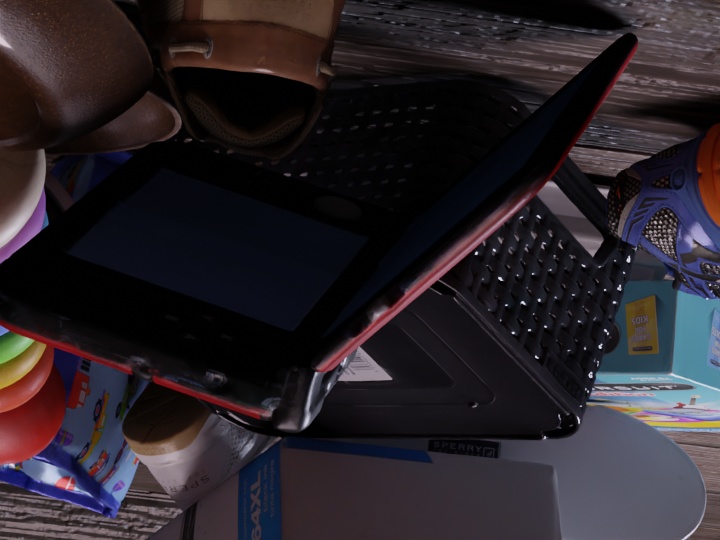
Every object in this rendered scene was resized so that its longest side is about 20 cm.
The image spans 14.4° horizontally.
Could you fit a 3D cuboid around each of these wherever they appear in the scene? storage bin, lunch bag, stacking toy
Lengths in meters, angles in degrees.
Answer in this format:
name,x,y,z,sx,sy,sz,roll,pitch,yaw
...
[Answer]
name,x,y,z,sx,sy,sz,roll,pitch,yaw
storage bin,0.000,0.000,1.215,0.200,0.094,0.135,-1,146,40
lunch bag,-0.135,0.029,1.384,0.094,0.151,0.200,17,168,-4
stacking toy,-0.159,0.013,1.158,0.085,0.085,0.200,5,146,5

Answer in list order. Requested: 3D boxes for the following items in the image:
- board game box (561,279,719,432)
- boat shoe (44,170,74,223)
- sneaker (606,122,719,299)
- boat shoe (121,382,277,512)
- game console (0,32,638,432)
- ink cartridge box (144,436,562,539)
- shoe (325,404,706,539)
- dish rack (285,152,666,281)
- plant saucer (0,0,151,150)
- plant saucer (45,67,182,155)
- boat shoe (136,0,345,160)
name,x,y,z,sx,sy,sz,roll,pitch,yaw
board game box,0.134,0.045,1.415,0.151,0.047,0.200,-1,169,34
boat shoe,-0.193,-0.024,1.258,0.060,0.074,0.200,-8,-155,-40
sneaker,0.171,-0.015,1.217,0.078,0.075,0.200,-7,156,31
boat shoe,-0.050,0.052,1.434,0.071,0.069,0.200,-5,-149,36
game console,-0.013,-0.036,0.995,0.172,0.119,0.200,19,-160,8
ink cartridge box,-0.015,0.152,1.347,0.146,0.084,0.200,7,157,-26
shoe,0.072,0.098,1.432,0.200,0.072,0.091,10,174,2
dish rack,0.057,-0.014,1.375,0.200,0.044,0.172,7,170,-10
plant saucer,-0.168,-0.089,0.953,0.200,0.032,0.200,18,163,6
plant saucer,-0.169,-0.083,1.141,0.200,0.032,0.200,6,171,1
boat shoe,-0.044,-0.076,0.987,0.076,0.072,0.200,7,170,-3
